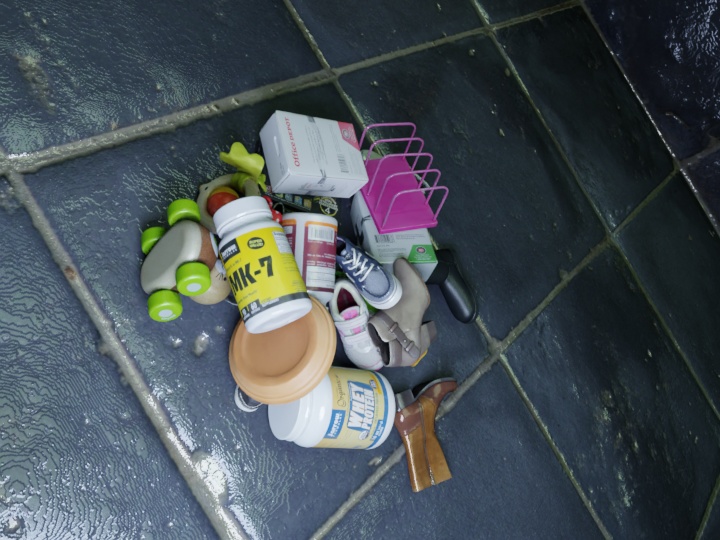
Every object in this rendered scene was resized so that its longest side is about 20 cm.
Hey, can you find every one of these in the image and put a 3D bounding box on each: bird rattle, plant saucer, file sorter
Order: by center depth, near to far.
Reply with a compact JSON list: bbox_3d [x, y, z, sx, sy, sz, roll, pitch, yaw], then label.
[{"bbox_3d":[-0.139,0.125,1.050,0.037,0.198,0.202,52,34,-60],"label":"plant saucer"},{"bbox_3d":[-0.230,-0.123,1.155,0.113,0.161,0.202,51,24,-64],"label":"bird rattle"},{"bbox_3d":[0.083,-0.202,1.309,0.137,0.126,0.202,-9,57,-22],"label":"file sorter"}]

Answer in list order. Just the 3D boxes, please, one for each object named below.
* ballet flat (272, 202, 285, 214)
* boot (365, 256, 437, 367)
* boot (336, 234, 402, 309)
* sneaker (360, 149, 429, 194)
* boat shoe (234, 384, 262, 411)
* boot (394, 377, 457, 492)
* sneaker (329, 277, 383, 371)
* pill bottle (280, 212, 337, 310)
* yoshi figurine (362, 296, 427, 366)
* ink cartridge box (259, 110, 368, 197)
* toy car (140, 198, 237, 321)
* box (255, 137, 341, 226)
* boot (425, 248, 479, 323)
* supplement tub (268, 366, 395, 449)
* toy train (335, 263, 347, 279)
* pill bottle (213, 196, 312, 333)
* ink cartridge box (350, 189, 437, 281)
[{"bbox_3d":[-0.188,-0.062,1.180,0.066,0.057,0.201,23,38,-13],"label":"ballet flat"},{"bbox_3d":[0.069,0.084,1.193,0.145,0.070,0.202,-18,80,-37],"label":"boot"},{"bbox_3d":[0.000,0.000,1.182,0.073,0.200,0.090,-50,125,-1],"label":"boot"},{"bbox_3d":[0.083,-0.240,1.490,0.199,0.071,0.074,27,56,-26],"label":"sneaker"},{"bbox_3d":[-0.179,0.152,1.118,0.073,0.060,0.202,25,56,-20],"label":"boat shoe"},{"bbox_3d":[0.158,0.336,1.290,0.187,0.068,0.202,-11,78,-40],"label":"boot"},{"bbox_3d":[-0.015,0.105,1.200,0.081,0.088,0.202,-27,80,-1],"label":"sneaker"},{"bbox_3d":[-0.103,0.000,1.162,0.113,0.114,0.203,7,83,-35],"label":"pill bottle"},{"bbox_3d":[0.053,0.106,1.298,0.199,0.112,0.112,38,36,-15],"label":"yoshi figurine"},{"bbox_3d":[-0.097,-0.238,1.281,0.198,0.083,0.148,-1,68,-38],"label":"ink cartridge box"},{"bbox_3d":[-0.264,0.002,1.077,0.199,0.157,0.166,22,40,-46],"label":"toy car"},{"bbox_3d":[-0.132,-0.186,1.317,0.198,0.049,0.163,18,56,-30],"label":"box"},{"bbox_3d":[0.178,0.032,1.435,0.167,0.076,0.202,3,62,-40],"label":"boot"},{"bbox_3d":[-0.052,0.247,1.117,0.198,0.144,0.146,12,63,-33],"label":"supplement tub"},{"bbox_3d":[-0.111,-0.003,1.258,0.198,0.042,0.057,12,52,-33],"label":"toy train"},{"bbox_3d":[-0.164,-0.010,1.006,0.113,0.114,0.202,-13,74,-40],"label":"pill bottle"},{"bbox_3d":[0.068,-0.077,1.347,0.145,0.083,0.202,-1,56,-17],"label":"ink cartridge box"}]
